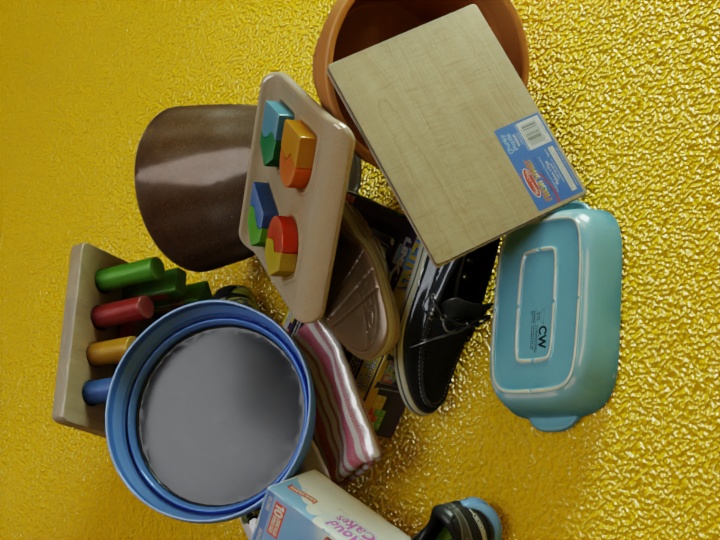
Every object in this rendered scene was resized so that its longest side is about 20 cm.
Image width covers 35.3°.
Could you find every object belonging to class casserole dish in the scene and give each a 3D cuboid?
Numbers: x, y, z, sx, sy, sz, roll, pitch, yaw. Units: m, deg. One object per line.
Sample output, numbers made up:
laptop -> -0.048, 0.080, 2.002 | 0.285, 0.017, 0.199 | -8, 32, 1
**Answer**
casserole dish -> 0.158, 0.033, 0.947 | 0.121, 0.039, 0.201 | -11, 67, 47

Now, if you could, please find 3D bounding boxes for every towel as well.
towel -> -0.054, 0.145, 1.078 | 0.200, 0.030, 0.147 | -47, 61, 51

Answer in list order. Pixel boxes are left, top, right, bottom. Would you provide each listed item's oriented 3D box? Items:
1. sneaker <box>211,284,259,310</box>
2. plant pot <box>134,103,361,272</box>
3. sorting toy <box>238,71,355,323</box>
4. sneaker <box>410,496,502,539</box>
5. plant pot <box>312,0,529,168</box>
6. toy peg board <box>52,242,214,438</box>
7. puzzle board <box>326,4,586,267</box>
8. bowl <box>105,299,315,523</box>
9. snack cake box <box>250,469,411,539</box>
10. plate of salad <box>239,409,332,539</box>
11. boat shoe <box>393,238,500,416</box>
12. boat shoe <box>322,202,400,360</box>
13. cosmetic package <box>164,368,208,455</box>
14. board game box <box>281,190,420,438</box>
sneaker -> -0.128, 0.068, 1.199 | 0.200, 0.076, 0.076 | -75, -10, -73
plant pot -> -0.105, -0.101, 1.217 | 0.199, 0.187, 0.188 | -6, 69, 33
sorting toy -> -0.070, -0.073, 1.046 | 0.200, 0.036, 0.186 | -135, 51, -57
sneaker -> 0.044, 0.274, 0.940 | 0.071, 0.083, 0.200 | 35, 102, 45
plant pot -> 0.040, -0.191, 1.072 | 0.201, 0.199, 0.140 | -68, 22, 2
toy peg board -> -0.225, 0.086, 1.254 | 0.098, 0.200, 0.200 | -13, 64, 30
puzzle board -> 0.081, -0.118, 0.969 | 0.200, 0.150, 0.017 | 62, 165, 12
bowl -> -0.134, 0.129, 1.032 | 0.200, 0.039, 0.201 | -4, 73, 14
snack cake box -> -0.046, 0.292, 0.990 | 0.115, 0.067, 0.201 | 30, 114, 31
plate of salad -> -0.084, 0.220, 1.084 | 0.200, 0.048, 0.201 | 25, 122, 48
boat shoe -> 0.079, 0.034, 1.001 | 0.062, 0.074, 0.201 | 16, 96, 40
boat shoe -> 0.000, 0.000, 1.034 | 0.071, 0.064, 0.200 | -44, 47, 26
cosmetic package -> -0.160, 0.157, 1.161 | 0.200, 0.050, 0.083 | 101, 176, -75
board game box -> 0.004, 0.038, 1.107 | 0.165, 0.057, 0.201 | 29, 97, 48
